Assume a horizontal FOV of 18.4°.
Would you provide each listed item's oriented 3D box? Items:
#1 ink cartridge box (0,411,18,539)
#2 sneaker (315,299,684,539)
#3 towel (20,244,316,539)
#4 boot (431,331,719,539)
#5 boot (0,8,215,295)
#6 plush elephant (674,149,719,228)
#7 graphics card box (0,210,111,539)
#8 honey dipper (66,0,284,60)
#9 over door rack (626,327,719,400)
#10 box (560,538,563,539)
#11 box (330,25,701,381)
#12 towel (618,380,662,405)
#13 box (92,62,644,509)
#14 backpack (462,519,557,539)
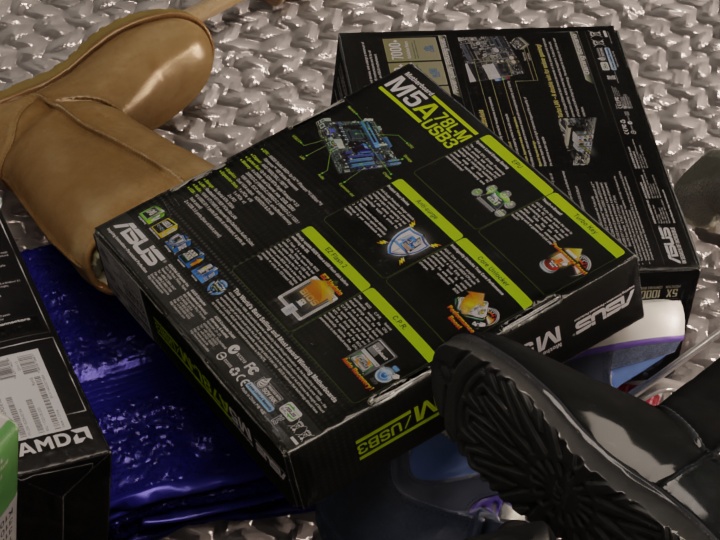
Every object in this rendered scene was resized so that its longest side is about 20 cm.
[{"bbox_3d":[-0.217,0.154,0.939,0.084,0.200,0.146,26,49,15],"label":"ink cartridge box"},{"bbox_3d":[0.076,0.103,1.080,0.200,0.081,0.147,-15,91,-9],"label":"sneaker"},{"bbox_3d":[-0.095,0.048,1.159,0.147,0.050,0.200,-10,47,-16],"label":"towel"},{"bbox_3d":[0.153,0.051,0.988,0.200,0.066,0.165,-31,62,-35],"label":"boot"},{"bbox_3d":[-0.115,-0.066,1.219,0.175,0.066,0.200,-33,34,-18],"label":"boot"},{"bbox_3d":[0.299,-0.034,1.219,0.165,0.155,0.200,-48,18,3],"label":"plush elephant"},{"bbox_3d":[-0.175,0.064,1.082,0.051,0.126,0.200,-13,48,-22],"label":"graphics card box"},{"bbox_3d":[-0.101,-0.156,1.374,0.200,0.038,0.038,-33,56,-27],"label":"honey dipper"},{"bbox_3d":[0.225,0.075,1.086,0.200,0.067,0.148,-42,56,6],"label":"over door rack"},{"bbox_3d":[0.141,0.180,0.962,0.075,0.100,0.200,-1,21,-12],"label":"box"},{"bbox_3d":[0.077,-0.036,1.202,0.164,0.086,0.200,-3,45,-10],"label":"box"},{"bbox_3d":[0.093,0.046,1.198,0.144,0.023,0.200,17,46,11],"label":"towel"},{"bbox_3d":[0.000,0.000,1.063,0.193,0.048,0.200,-27,44,-19],"label":"box"},{"bbox_3d":[-0.005,0.201,0.948,0.200,0.163,0.154,-6,60,-2],"label":"backpack"}]
